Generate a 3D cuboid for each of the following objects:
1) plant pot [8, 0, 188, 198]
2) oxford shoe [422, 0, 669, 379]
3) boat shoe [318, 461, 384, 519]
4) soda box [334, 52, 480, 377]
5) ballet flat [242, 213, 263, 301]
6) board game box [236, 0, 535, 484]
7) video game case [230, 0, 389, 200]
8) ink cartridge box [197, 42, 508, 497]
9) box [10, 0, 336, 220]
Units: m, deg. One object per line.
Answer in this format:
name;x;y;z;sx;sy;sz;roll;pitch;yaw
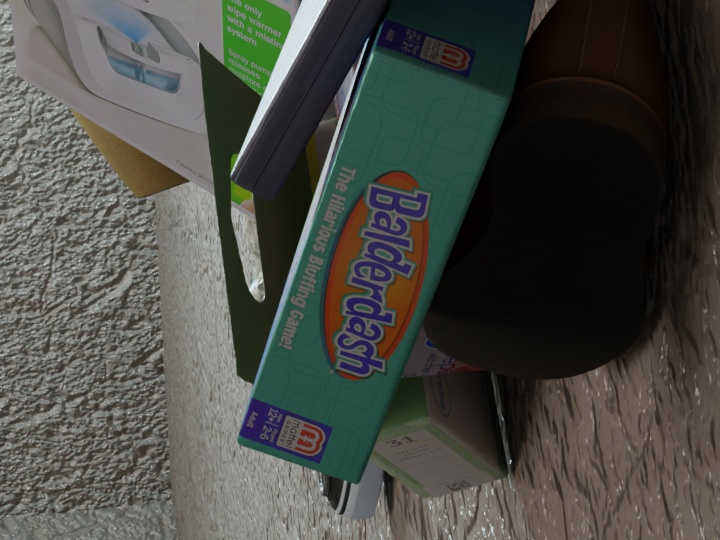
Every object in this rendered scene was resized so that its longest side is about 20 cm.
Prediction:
plant pot;-0.177;-0.168;2.134;0.186;0.185;0.201;179;72;-82
oxford shoe;0.066;-0.024;0.837;0.200;0.071;0.072;109;174;-61
boat shoe;-0.024;0.053;1.477;0.072;0.070;0.201;-113;18;-65
soda box;0.027;-0.062;1.021;0.063;0.069;0.201;106;158;-68
ballet flat;-0.032;-0.010;1.574;0.200;0.071;0.072;93;168;-58
board game box;0.018;-0.053;0.828;0.200;0.045;0.153;-73;3;-53
video game case;0.017;-0.133;0.796;0.143;0.019;0.201;-58;8;45
ink cartridge box;0.000;0.000;1.061;0.200;0.048;0.146;43;-144;-62
box;-0.073;-0.144;1.257;0.199;0.097;0.177;31;142;26
